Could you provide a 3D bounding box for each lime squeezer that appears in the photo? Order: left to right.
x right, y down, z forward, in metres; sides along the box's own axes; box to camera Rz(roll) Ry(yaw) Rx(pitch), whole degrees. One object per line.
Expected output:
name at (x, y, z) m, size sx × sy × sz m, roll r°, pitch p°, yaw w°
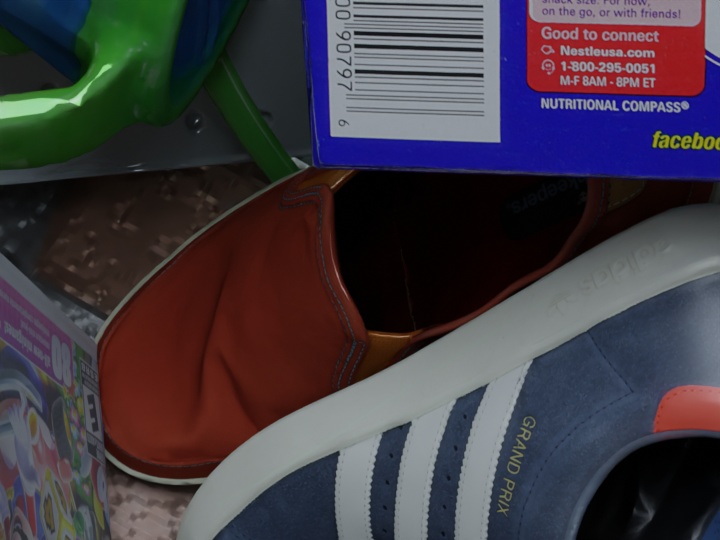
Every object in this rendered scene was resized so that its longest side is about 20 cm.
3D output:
lime squeezer at (-0.082, -0.057, 0.792) m, size 0.199 × 0.071 × 0.038 m, roll 11°, pitch 36°, yaw -28°

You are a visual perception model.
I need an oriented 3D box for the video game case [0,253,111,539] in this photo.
video game case at (-0.082, 0.097, 0.709) m, size 0.018 × 0.143 × 0.201 m, roll -8°, pitch 73°, yaw 8°

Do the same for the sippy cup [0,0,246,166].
sippy cup at (-0.080, -0.121, 0.708) m, size 0.130 × 0.140 × 0.178 m, roll 22°, pitch 32°, yaw 3°

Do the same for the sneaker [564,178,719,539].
sneaker at (0.074, 0.017, 0.804) m, size 0.082 × 0.074 × 0.201 m, roll 0°, pitch 82°, yaw -44°

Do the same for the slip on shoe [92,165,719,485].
slip on shoe at (0.000, 0.000, 0.763) m, size 0.200 × 0.061 × 0.074 m, roll -25°, pitch 74°, yaw 31°

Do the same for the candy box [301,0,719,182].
candy box at (0.084, -0.088, 0.708) m, size 0.168 × 0.077 × 0.200 m, roll 2°, pitch 22°, yaw 9°

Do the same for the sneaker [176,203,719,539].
sneaker at (0.034, 0.063, 0.732) m, size 0.075 × 0.200 × 0.085 m, roll 4°, pitch 59°, yaw -49°

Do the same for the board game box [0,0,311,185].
board game box at (-0.032, -0.129, 0.813) m, size 0.199 × 0.026 × 0.201 m, roll -6°, pitch 111°, yaw -12°
